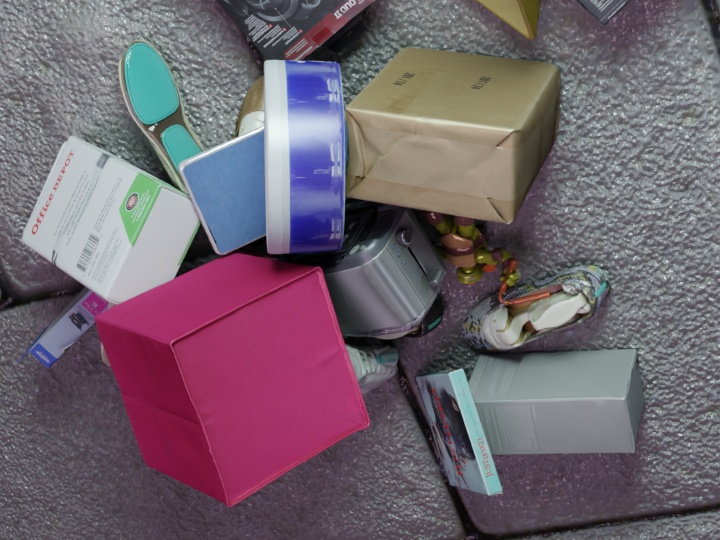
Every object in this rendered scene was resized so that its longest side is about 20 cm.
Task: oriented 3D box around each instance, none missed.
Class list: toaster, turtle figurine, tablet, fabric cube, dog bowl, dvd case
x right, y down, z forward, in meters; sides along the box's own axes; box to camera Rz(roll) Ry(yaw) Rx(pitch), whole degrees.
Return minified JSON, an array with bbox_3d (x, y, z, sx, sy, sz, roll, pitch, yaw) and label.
[{"bbox_3d":[0.000,0.000,1.507,0.199,0.114,0.129,-10,129,43],"label":"toaster"},{"bbox_3d":[0.121,-0.035,1.517,0.199,0.064,0.162,13,141,32],"label":"turtle figurine"},{"bbox_3d":[-0.096,-0.108,1.519,0.199,0.014,0.131,-25,123,-6],"label":"tablet"},{"bbox_3d":[-0.141,0.112,1.465,0.199,0.196,0.201,9,120,55],"label":"fabric cube"},{"bbox_3d":[-0.061,-0.118,1.393,0.078,0.200,0.201,-1,122,-5],"label":"dog bowl"},{"bbox_3d":[0.112,0.189,1.571,0.022,0.200,0.147,-18,88,-9],"label":"dvd case"}]

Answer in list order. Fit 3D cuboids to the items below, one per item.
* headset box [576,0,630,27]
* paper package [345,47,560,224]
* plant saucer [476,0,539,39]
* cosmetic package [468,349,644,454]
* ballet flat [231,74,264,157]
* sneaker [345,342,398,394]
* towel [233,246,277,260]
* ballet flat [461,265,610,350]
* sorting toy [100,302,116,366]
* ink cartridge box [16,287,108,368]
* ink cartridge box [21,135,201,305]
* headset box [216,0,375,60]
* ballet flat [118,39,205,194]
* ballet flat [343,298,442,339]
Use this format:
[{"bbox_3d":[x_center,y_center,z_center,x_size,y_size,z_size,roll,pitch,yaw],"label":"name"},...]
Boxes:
[{"bbox_3d":[0.227,-0.370,1.266,0.200,0.093,0.174,41,125,-6],"label":"headset box"},{"bbox_3d":[0.096,-0.147,1.384,0.190,0.200,0.104,9,121,16],"label":"paper package"},{"bbox_3d":[0.093,-0.332,1.278,0.200,0.200,0.048,41,88,23],"label":"plant saucer"},{"bbox_3d":[0.229,0.155,1.572,0.199,0.107,0.091,0,120,22],"label":"cosmetic package"},{"bbox_3d":[-0.129,-0.134,1.551,0.068,0.072,0.200,26,125,-5],"label":"ballet flat"},{"bbox_3d":[0.002,0.111,1.596,0.088,0.200,0.076,-13,82,6],"label":"sneaker"},{"bbox_3d":[-0.108,0.072,1.666,0.144,0.023,0.201,22,129,37],"label":"towel"},{"bbox_3d":[0.195,0.052,1.546,0.200,0.072,0.072,-26,108,31],"label":"ballet flat"},{"bbox_3d":[-0.232,0.088,1.641,0.199,0.107,0.180,24,164,18],"label":"sorting toy"},{"bbox_3d":[-0.354,0.049,1.715,0.042,0.119,0.200,45,123,-12],"label":"ink cartridge box"},{"bbox_3d":[-0.292,-0.056,1.567,0.200,0.084,0.146,29,94,42],"label":"ink cartridge box"},{"bbox_3d":[-0.075,-0.318,1.419,0.149,0.077,0.200,-35,104,33],"label":"headset box"},{"bbox_3d":[-0.235,-0.172,1.572,0.201,0.067,0.062,66,158,-8],"label":"ballet flat"},{"bbox_3d":[0.000,0.051,1.616,0.199,0.068,0.068,-1,121,21],"label":"ballet flat"}]
